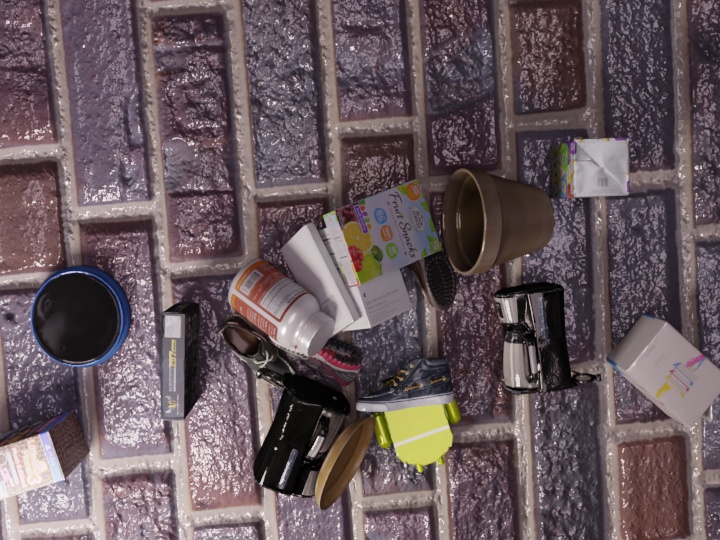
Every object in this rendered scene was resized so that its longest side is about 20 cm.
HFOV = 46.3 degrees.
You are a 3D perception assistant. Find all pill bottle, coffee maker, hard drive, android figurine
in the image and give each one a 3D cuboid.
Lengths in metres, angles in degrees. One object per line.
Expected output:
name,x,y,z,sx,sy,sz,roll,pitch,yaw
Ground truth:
pill bottle,-0.150,0.074,1.617,0.198,0.112,0.113,35,93,19
coffee maker,0.363,0.128,1.669,0.188,0.134,0.205,-8,96,-24
coffee maker,-0.138,0.316,1.646,0.189,0.134,0.203,26,101,13
hard drive,-0.080,0.023,1.626,0.026,0.132,0.203,-22,82,-33
android figurine,0.115,0.306,1.705,0.179,0.041,0.204,-20,92,-1

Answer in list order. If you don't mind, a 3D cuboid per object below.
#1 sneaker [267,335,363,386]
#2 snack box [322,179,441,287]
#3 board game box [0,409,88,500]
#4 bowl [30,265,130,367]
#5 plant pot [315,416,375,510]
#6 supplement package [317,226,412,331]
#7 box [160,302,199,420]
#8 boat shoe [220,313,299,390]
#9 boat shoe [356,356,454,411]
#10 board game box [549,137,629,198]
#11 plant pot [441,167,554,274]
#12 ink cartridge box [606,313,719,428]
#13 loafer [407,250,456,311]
sneaker,-0.096,0.169,1.677,0.197,0.081,0.076,25,124,5
snack box,0.043,-0.071,1.566,0.197,0.053,0.145,-22,95,-30
board game box,-0.655,0.365,1.633,0.196,0.159,0.099,-18,95,0
bowl,-0.559,0.093,1.676,0.196,0.039,0.206,0,94,-2
plant pot,-0.034,0.369,1.638,0.027,0.200,0.203,26,93,18
supplement package,0.000,0.000,1.628,0.112,0.109,0.204,-23,96,-33
box,-0.348,0.171,1.627,0.050,0.158,0.205,2,95,-1
boat shoe,-0.201,0.172,1.677,0.200,0.068,0.072,44,91,-7
boat shoe,0.084,0.222,1.656,0.195,0.071,0.093,-7,89,-7
board game box,0.429,-0.192,1.598,0.102,0.200,0.106,-2,94,0
plant pot,0.271,-0.098,1.620,0.170,0.200,0.205,-4,94,-17
ink cartridge box,0.615,0.204,1.667,0.199,0.129,0.126,40,92,-4
loafer,0.129,-0.017,1.675,0.072,0.071,0.204,-23,94,-28
